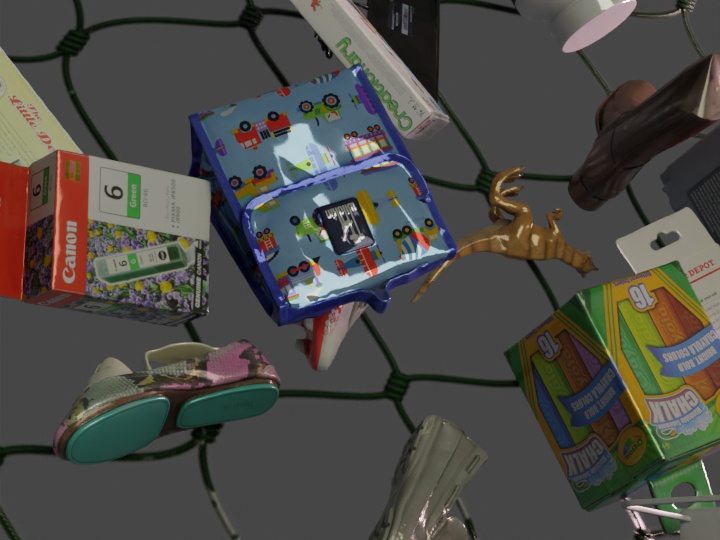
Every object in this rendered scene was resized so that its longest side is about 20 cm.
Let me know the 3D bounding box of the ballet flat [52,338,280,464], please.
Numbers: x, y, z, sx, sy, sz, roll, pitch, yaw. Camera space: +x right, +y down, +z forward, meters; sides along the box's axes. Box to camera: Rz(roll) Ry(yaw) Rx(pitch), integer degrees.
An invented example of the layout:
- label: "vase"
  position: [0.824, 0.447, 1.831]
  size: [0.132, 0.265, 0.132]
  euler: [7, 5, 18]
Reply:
- label: "ballet flat"
  position: [-0.151, 0.090, 1.259]
  size: [0.200, 0.069, 0.071]
  euler: [-13, 52, -39]

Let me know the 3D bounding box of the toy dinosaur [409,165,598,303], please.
- label: "toy dinosaur"
  position: [0.130, -0.031, 1.489]
  size: [0.200, 0.060, 0.106]
  euler: [1, 64, -29]

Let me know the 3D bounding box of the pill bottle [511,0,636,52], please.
- label: "pill bottle"
  position: [0.176, -0.315, 1.648]
  size: [0.113, 0.113, 0.200]
  euler: [-22, 76, -37]

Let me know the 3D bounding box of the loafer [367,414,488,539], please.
- label: "loafer"
  position: [0.048, 0.198, 1.300]
  size: [0.070, 0.070, 0.200]
  euler: [27, 52, -3]

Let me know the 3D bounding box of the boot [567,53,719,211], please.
- label: "boot"
  position: [0.285, -0.157, 1.561]
  size: [0.064, 0.200, 0.187]
  euler: [35, 51, -8]

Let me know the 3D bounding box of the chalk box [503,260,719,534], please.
- label: "chalk box"
  position: [0.236, 0.116, 1.422]
  size: [0.125, 0.124, 0.200]
  euler: [-17, 72, -35]

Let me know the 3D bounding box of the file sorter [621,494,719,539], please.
- label: "file sorter"
  position: [0.273, 0.269, 1.277]
  size: [0.124, 0.139, 0.200]
  euler: [19, 68, -45]

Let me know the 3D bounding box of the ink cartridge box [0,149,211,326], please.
- label: "ink cartridge box"
  position: [-0.206, -0.028, 1.263]
  size: [0.200, 0.050, 0.109]
  euler: [11, 72, -37]

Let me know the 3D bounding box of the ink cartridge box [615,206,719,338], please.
- label: "ink cartridge box"
  position: [0.297, 0.054, 1.529]
  size: [0.117, 0.067, 0.200]
  euler: [-22, 77, -37]

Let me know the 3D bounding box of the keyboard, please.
- label: "keyboard"
  position: [0.015, -0.234, 1.568]
  size: [0.127, 0.021, 0.200]
  euler: [17, 55, -22]

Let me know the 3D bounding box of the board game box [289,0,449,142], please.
- label: "board game box"
  position: [-0.005, -0.195, 1.452]
  size: [0.200, 0.035, 0.126]
  euler: [50, 9, 5]

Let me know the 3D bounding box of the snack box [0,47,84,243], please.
- label: "snack box"
  position: [-0.301, -0.113, 1.302]
  size: [0.116, 0.037, 0.200]
  euler: [-34, 83, -39]

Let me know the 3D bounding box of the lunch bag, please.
- label: "lunch bag"
  position: [-0.029, -0.044, 1.335]
  size: [0.150, 0.094, 0.200]
  euler: [-20, 59, -18]

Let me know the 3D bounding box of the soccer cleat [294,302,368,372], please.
- label: "soccer cleat"
  position: [0.000, 0.000, 1.388]
  size: [0.085, 0.069, 0.200]
  euler: [15, 50, -5]

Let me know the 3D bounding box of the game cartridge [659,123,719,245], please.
- label: "game cartridge"
  position: [0.370, -0.038, 1.584]
  size: [0.041, 0.133, 0.200]
  euler: [-14, 71, -43]
